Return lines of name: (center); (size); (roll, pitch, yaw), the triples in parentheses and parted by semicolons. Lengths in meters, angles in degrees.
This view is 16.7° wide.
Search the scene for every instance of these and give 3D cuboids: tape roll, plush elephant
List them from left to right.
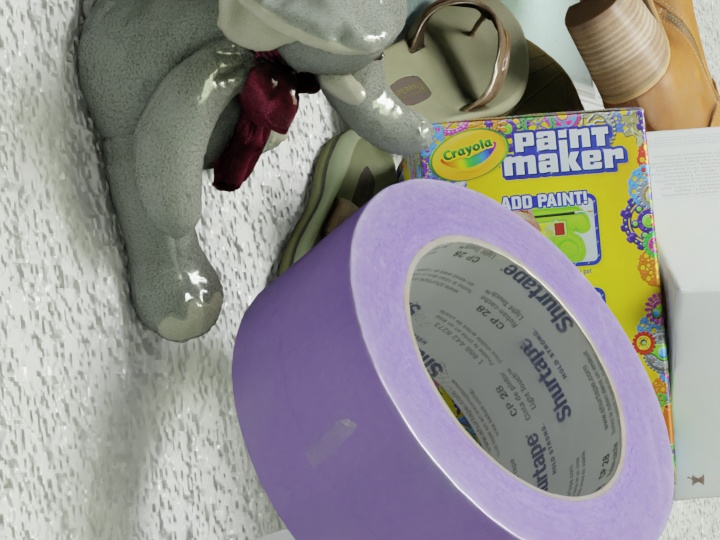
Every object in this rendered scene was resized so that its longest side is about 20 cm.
plush elephant: (-0.037, -0.096, 1.097); (0.165, 0.154, 0.201); (-67, 144, -50)
tape roll: (0.044, 0.064, 1.111); (0.199, 0.085, 0.201); (32, 37, -28)

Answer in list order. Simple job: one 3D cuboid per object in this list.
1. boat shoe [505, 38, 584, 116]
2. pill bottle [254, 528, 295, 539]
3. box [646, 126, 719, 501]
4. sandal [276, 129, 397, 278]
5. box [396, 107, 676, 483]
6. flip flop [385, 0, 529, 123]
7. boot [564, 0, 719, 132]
boat shoe: (0.116, -0.066, 1.494); (0.201, 0.071, 0.066); (49, -22, 30)
pill bottle: (-0.005, 0.228, 1.146); (0.112, 0.111, 0.201); (-65, 142, -51)
box: (0.195, 0.017, 1.327); (0.200, 0.097, 0.125); (-100, -173, -63)
sandal: (0.000, -0.001, 1.287); (0.080, 0.057, 0.202); (63, 29, -43)
box: (0.087, 0.026, 1.321); (0.200, 0.121, 0.194); (117, -32, -85)
flip flop: (0.054, -0.125, 1.419); (0.081, 0.058, 0.200); (42, 29, 8)
boot: (0.197, -0.132, 1.524); (0.156, 0.076, 0.200); (56, 25, -19)
